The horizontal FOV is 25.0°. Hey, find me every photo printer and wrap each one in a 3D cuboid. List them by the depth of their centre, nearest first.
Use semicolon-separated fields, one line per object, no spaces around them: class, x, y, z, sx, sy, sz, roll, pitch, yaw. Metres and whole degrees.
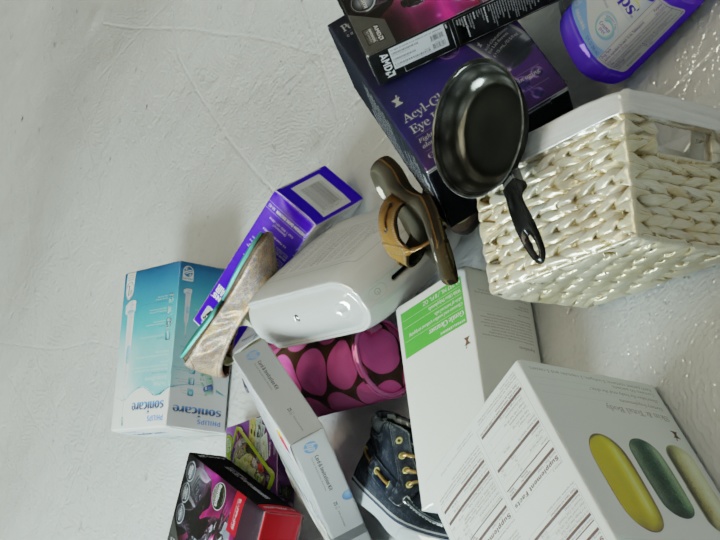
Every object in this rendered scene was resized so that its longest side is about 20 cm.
photo printer;0.000;0.000;1.599;0.166;0.070;0.200;-43;16;-33

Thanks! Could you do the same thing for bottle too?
bottle;0.251;-0.246;1.365;0.200;0.065;0.084;-46;49;40

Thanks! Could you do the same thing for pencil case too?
pencil case;-0.030;0.099;1.662;0.200;0.091;0.094;-18;86;50

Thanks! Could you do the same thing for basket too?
basket;0.201;-0.051;1.326;0.200;0.135;0.124;-23;65;53

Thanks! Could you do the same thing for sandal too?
sandal;0.039;-0.042;1.467;0.200;0.055;0.082;56;170;54

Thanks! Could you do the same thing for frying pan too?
frying pan;0.119;-0.098;1.305;0.190;0.031;0.115;43;121;46

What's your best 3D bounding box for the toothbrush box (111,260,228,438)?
toothbrush box;-0.226;0.099;1.967;0.146;0.085;0.200;-13;69;54

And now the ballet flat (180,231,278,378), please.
ballet flat;-0.119;0.041;1.703;0.200;0.067;0.068;-55;4;38

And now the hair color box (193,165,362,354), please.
hair color box;-0.090;-0.012;1.764;0.065;0.109;0.200;40;121;11

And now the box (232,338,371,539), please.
box;-0.054;0.186;1.608;0.156;0.041;0.200;51;167;50

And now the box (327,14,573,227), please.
box;0.084;-0.167;1.468;0.148;0.104;0.200;-32;60;-2

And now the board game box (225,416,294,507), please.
board game box;-0.113;0.263;1.799;0.120;0.032;0.200;-21;63;49

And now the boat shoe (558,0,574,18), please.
boat shoe;0.213;-0.311;1.438;0.070;0.071;0.201;48;121;51

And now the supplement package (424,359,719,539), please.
supplement package;0.178;0.199;1.262;0.151;0.152;0.200;-57;39;29

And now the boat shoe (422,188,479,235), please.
boat shoe;0.109;-0.129;1.543;0.073;0.065;0.200;14;72;24

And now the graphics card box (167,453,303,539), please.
graphics card box;-0.139;0.286;1.748;0.200;0.051;0.126;26;103;59

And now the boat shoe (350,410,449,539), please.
boat shoe;0.053;0.197;1.525;0.200;0.071;0.091;25;106;58

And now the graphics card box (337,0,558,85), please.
graphics card box;0.078;-0.260;1.430;0.200;0.051;0.126;-25;60;3

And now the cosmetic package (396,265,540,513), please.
cosmetic package;0.105;0.112;1.463;0.108;0.085;0.200;-36;51;43
